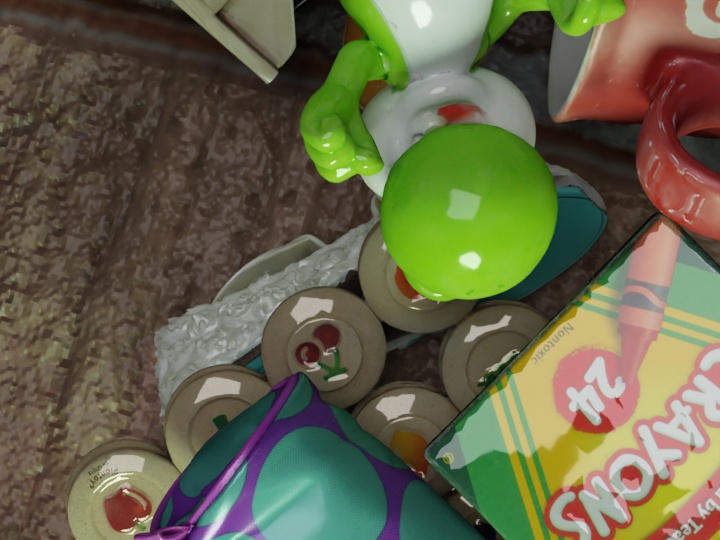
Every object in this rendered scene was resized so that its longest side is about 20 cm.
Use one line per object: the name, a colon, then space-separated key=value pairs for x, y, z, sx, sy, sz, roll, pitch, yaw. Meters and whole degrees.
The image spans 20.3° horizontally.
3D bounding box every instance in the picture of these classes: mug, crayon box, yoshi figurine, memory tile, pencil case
mug: x=0.179 y=-0.081 z=0.759 sx=0.199 sy=0.133 sz=0.179 roll=12 pitch=80 yaw=-4
crayon box: x=0.137 y=0.092 z=0.738 sx=0.200 sy=0.051 sz=0.127 roll=44 pitch=96 yaw=4
yoshi figurine: x=0.028 y=-0.075 z=0.684 sx=0.112 sy=0.112 sz=0.201 roll=1 pitch=116 yaw=31
memory tile: x=-0.001 y=0.084 z=0.789 sx=0.200 sy=0.017 sz=0.153 roll=-39 pitch=102 yaw=5
pencil case: x=0.014 y=0.134 z=0.747 sx=0.200 sy=0.085 sz=0.093 roll=45 pitch=57 yaw=-10

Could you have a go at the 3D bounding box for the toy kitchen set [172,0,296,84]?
toy kitchen set: x=-0.039 y=-0.194 z=0.771 sx=0.163 sy=0.200 sz=0.181 roll=42 pitch=93 yaw=-14

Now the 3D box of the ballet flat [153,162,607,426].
ballet flat: x=0.000 y=0.000 z=0.815 sx=0.199 sy=0.072 sz=0.072 roll=-29 pitch=79 yaw=1

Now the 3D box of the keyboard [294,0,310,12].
keyboard: x=0.021 y=-0.161 z=0.856 sx=0.200 sy=0.021 sz=0.127 roll=-38 pitch=73 yaw=2

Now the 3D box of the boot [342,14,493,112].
boot: x=0.032 y=-0.167 z=0.770 sx=0.070 sy=0.144 sz=0.202 roll=21 pitch=82 yaw=15
